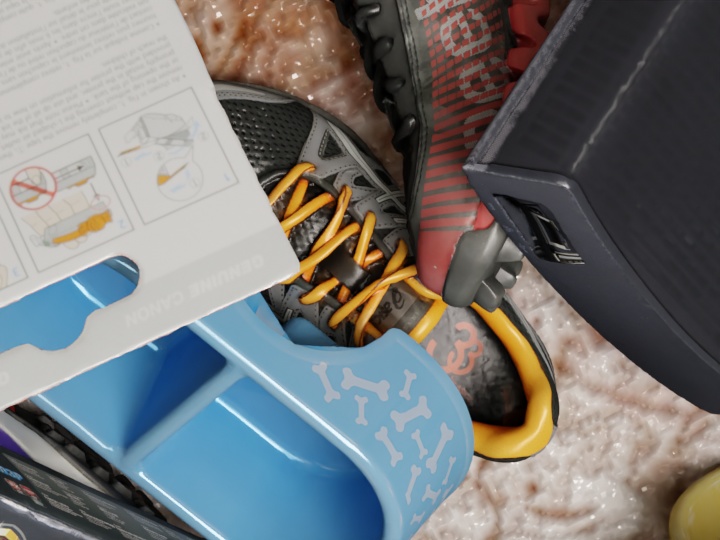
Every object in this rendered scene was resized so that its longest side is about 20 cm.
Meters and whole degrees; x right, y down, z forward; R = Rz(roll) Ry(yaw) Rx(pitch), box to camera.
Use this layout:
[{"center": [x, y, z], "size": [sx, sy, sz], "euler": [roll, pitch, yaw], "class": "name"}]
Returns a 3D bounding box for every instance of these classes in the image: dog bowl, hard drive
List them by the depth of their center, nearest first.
[{"center": [0.126, -0.033, 0.780], "size": [0.135, 0.042, 0.200], "euler": [-56, 138, -6], "class": "hard drive"}, {"center": [-0.054, 0.036, 0.790], "size": [0.200, 0.111, 0.050], "euler": [40, 46, -10], "class": "dog bowl"}]

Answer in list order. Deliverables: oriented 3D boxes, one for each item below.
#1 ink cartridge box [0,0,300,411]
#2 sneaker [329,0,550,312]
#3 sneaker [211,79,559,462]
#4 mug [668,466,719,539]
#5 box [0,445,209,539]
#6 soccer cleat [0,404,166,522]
[{"center": [-0.130, -0.046, 0.749], "size": [0.160, 0.047, 0.200], "euler": [-25, 72, -7], "class": "ink cartridge box"}, {"center": [0.026, -0.085, 0.794], "size": [0.098, 0.071, 0.201], "euler": [6, 75, -3], "class": "sneaker"}, {"center": [0.000, 0.000, 0.818], "size": [0.200, 0.077, 0.078], "euler": [36, 93, -14], "class": "sneaker"}, {"center": [0.183, 0.160, 0.872], "size": [0.149, 0.186, 0.153], "euler": [-23, 116, -40], "class": "mug"}, {"center": [-0.133, 0.140, 0.737], "size": [0.159, 0.046, 0.200], "euler": [-50, 148, 3], "class": "box"}, {"center": [-0.157, 0.061, 0.801], "size": [0.200, 0.068, 0.073], "euler": [42, 86, -19], "class": "soccer cleat"}]
